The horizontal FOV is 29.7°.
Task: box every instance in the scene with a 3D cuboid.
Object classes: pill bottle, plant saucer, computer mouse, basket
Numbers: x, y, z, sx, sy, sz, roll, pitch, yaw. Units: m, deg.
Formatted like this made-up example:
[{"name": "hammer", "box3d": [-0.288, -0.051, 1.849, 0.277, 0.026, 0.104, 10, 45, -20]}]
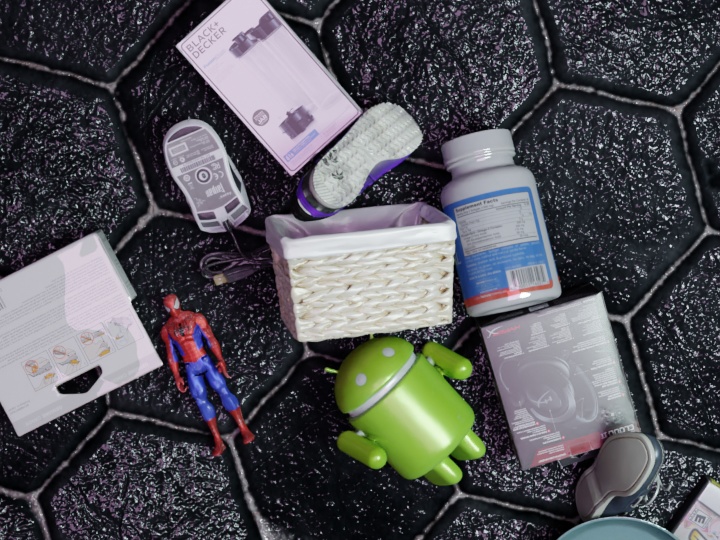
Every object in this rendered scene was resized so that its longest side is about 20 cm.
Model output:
[{"name": "pill bottle", "box3d": [0.154, -0.055, 1.551, 0.112, 0.112, 0.200, -12, 83, 2]}, {"name": "plant saucer", "box3d": [0.308, 0.378, 1.627, 0.200, 0.036, 0.200, 2, 107, 7]}, {"name": "computer mouse", "box3d": [-0.165, -0.085, 1.590, 0.110, 0.044, 0.200, -20, 103, 7]}, {"name": "basket", "box3d": [0.000, 0.000, 1.542, 0.200, 0.136, 0.123, -6, 104, -12]}]

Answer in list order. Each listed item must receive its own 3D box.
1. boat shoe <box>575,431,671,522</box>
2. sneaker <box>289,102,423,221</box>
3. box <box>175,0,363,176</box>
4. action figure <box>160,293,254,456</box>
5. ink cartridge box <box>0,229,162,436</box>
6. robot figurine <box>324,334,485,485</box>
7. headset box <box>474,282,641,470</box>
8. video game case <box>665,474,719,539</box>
[{"name": "boat shoe", "box3d": [0.311, 0.240, 1.571, 0.062, 0.200, 0.075, -3, 56, -16]}, {"name": "sneaker", "box3d": [-0.014, -0.119, 1.547, 0.070, 0.100, 0.200, 51, 50, -1]}, {"name": "box", "box3d": [-0.104, -0.219, 1.560, 0.117, 0.060, 0.200, -40, 96, 5]}, {"name": "action figure", "box3d": [-0.189, 0.120, 1.616, 0.065, 0.052, 0.200, -23, 95, 7]}, {"name": "ink cartridge box", "box3d": [-0.357, 0.074, 1.608, 0.200, 0.045, 0.176, -26, 96, 4]}, {"name": "robot figurine", "box3d": [0.052, 0.161, 1.585, 0.175, 0.116, 0.200, -44, 95, -17]}, {"name": "headset box", "box3d": [0.235, 0.134, 1.602, 0.149, 0.077, 0.200, -17, 98, 2]}, {"name": "video game case", "box3d": [0.440, 0.380, 1.662, 0.181, 0.026, 0.200, 33, 96, -5]}]
